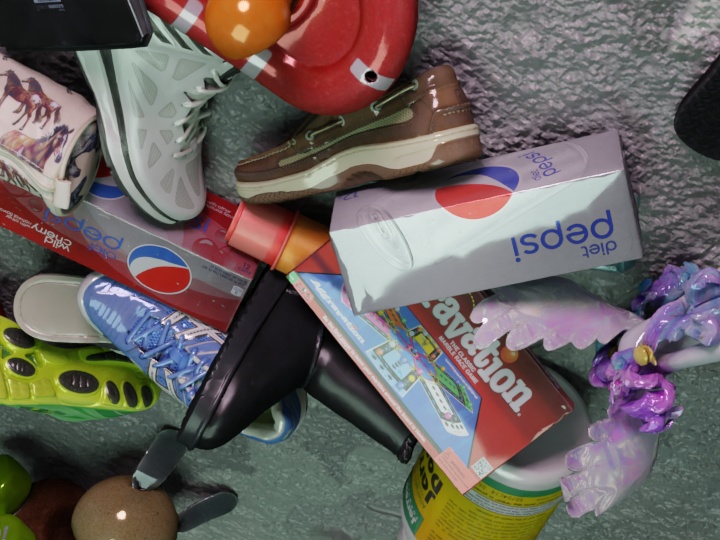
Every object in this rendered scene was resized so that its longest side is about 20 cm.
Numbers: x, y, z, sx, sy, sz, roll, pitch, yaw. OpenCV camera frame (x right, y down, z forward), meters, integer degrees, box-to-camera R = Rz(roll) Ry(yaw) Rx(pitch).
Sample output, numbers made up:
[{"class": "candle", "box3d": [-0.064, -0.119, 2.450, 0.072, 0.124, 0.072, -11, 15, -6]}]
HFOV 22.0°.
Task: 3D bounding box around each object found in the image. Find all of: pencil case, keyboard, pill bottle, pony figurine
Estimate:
[{"class": "pencil case", "box3d": [-0.267, -0.112, 1.276, 0.199, 0.090, 0.078, 28, 135, 7]}, {"class": "keyboard", "box3d": [-0.203, -0.200, 1.179, 0.199, 0.021, 0.128, 7, 124, 51]}, {"class": "pill bottle", "box3d": [0.095, 0.167, 1.432, 0.112, 0.113, 0.201, 22, 138, -2]}, {"class": "pony figurine", "box3d": [0.196, 0.056, 1.243, 0.199, 0.192, 0.168, -31, 78, 47]}]

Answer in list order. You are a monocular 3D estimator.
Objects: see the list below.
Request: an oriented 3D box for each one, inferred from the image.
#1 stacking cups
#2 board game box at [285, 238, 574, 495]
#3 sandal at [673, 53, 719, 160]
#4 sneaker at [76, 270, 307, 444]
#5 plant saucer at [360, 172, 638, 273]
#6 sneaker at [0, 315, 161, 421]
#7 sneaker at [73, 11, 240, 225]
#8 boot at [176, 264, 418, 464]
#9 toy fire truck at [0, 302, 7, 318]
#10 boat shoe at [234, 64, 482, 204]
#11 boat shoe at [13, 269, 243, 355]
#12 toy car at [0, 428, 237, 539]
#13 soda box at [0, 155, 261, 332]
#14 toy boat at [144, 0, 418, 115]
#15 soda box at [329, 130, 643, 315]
[{"class": "stacking cups", "box3d": [0.000, 0.000, 1.334, 0.199, 0.061, 0.061, 28, 137, -3]}, {"class": "board game box", "box3d": [0.049, 0.049, 1.297, 0.103, 0.019, 0.200, -38, 96, 11]}, {"class": "sandal", "box3d": [0.251, -0.133, 1.123, 0.075, 0.045, 0.200, 31, 151, -4]}, {"class": "sneaker", "box3d": [-0.123, 0.061, 1.386, 0.199, 0.077, 0.076, 32, 99, -7]}, {"class": "plant saucer", "box3d": [0.094, -0.036, 1.295, 0.198, 0.019, 0.070, 9, 136, 14]}, {"class": "sneaker", "box3d": [-0.260, 0.089, 1.489, 0.198, 0.075, 0.084, 14, 151, -23]}, {"class": "sneaker", "box3d": [-0.116, -0.112, 1.252, 0.114, 0.076, 0.202, 0, 132, 23]}, {"class": "boot", "box3d": [-0.025, 0.084, 1.337, 0.162, 0.199, 0.073, 32, 140, -4]}, {"class": "toy fire truck", "box3d": [-0.370, 0.039, 1.500, 0.166, 0.113, 0.201, -13, 132, -3]}, {"class": "boat shoe", "box3d": [-0.007, -0.095, 1.248, 0.201, 0.074, 0.076, -10, 95, 36]}, {"class": "boat shoe", "box3d": [-0.169, 0.036, 1.453, 0.198, 0.063, 0.074, 10, 96, -1]}, {"class": "toy car", "box3d": [-0.215, 0.216, 1.619, 0.199, 0.158, 0.165, -33, 125, 9]}, {"class": "soda box", "box3d": [-0.169, -0.036, 1.360, 0.198, 0.064, 0.070, 26, 137, -5]}, {"class": "toy boat", "box3d": [-0.060, -0.168, 1.120, 0.199, 0.131, 0.131, 32, 122, -13]}, {"class": "soda box", "box3d": [0.082, -0.031, 1.224, 0.198, 0.064, 0.069, -11, 117, 10]}]
